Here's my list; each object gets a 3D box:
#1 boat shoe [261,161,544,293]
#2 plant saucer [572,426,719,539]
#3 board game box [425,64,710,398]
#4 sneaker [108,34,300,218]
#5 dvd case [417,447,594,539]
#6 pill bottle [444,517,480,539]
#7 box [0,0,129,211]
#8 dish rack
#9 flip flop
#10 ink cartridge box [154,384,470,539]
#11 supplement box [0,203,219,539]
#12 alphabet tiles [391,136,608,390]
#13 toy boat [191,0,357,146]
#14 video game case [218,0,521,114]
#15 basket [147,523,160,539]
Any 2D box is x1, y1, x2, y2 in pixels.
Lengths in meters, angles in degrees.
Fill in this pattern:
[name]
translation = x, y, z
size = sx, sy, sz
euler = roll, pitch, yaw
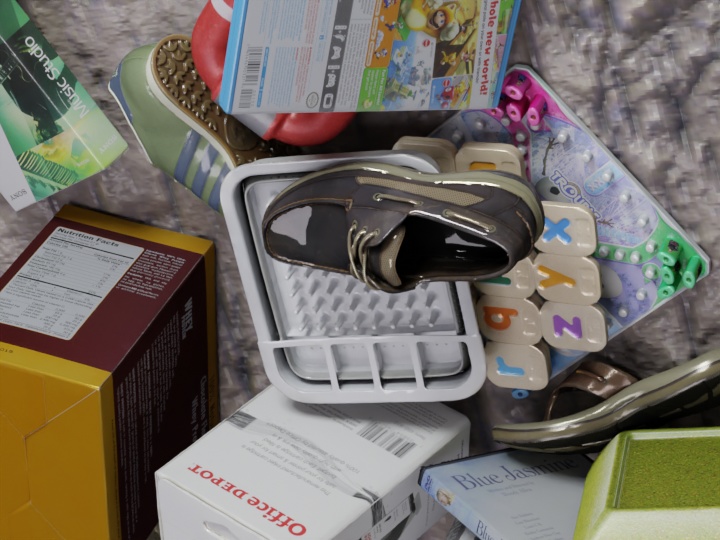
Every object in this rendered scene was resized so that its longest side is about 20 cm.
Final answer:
[boat shoe]
translation = 0.022, -0.027, 1.487
size = 0.198, 0.073, 0.075
euler = -4, 120, 20
[plant saucer]
translation = 0.243, 0.154, 1.516
size = 0.198, 0.200, 0.048
euler = -3, 108, 12
[board game box]
translation = 0.114, -0.020, 1.584
size = 0.200, 0.026, 0.200
euler = 46, 130, -9
[sneaker]
translation = -0.109, -0.087, 1.631
size = 0.089, 0.067, 0.201
euler = -6, 129, 50
[dvd case]
translation = 0.153, 0.183, 1.580
size = 0.200, 0.142, 0.018
euler = 37, 126, 44
[pill bottle]
translation = 0.107, 0.235, 1.654
size = 0.112, 0.200, 0.114
euler = 13, 128, 18
[box]
translation = -0.277, -0.144, 1.663
size = 0.200, 0.036, 0.144
euler = 51, 145, -15
[dish rack]
translation = 0.000, 0.000, 1.582
size = 0.170, 0.044, 0.201
euler = -2, 121, 21
[flip flop]
translation = 0.187, 0.087, 1.601
size = 0.199, 0.081, 0.058
euler = -24, 68, 26
[ink cartridge box]
translation = -0.034, 0.160, 1.651
size = 0.146, 0.200, 0.083
euler = 27, 134, 31
[supplement box]
translation = -0.209, 0.094, 1.711
size = 0.132, 0.200, 0.199
euler = 14, 128, 17
[alphabet tiles]
translation = 0.081, -0.004, 1.586
size = 0.194, 0.015, 0.201
euler = 5, 125, 24
[toy boat]
translation = -0.044, -0.159, 1.493
size = 0.130, 0.131, 0.200
euler = 36, 129, -2
[video game case]
translation = 0.013, -0.170, 1.434
size = 0.198, 0.018, 0.144
euler = -3, 121, -25
[basket]
translation = -0.195, 0.254, 1.866
size = 0.123, 0.136, 0.201
euler = -25, 109, 33
